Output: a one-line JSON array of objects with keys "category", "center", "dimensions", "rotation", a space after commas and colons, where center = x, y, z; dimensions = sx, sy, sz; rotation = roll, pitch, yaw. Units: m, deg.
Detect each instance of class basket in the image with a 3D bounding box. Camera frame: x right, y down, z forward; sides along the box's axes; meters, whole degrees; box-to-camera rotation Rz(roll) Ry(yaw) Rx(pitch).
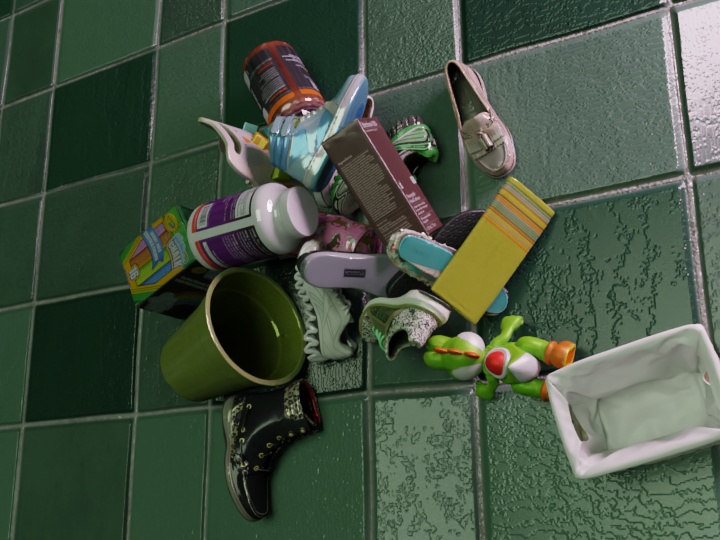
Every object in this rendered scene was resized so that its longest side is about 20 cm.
[{"category": "basket", "center": [0.348, 0.164, 1.035], "dimensions": [0.200, 0.123, 0.136], "rotation": [-24, 65, 26]}]

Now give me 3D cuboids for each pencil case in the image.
[{"category": "pencil case", "center": [-0.061, -0.048, 1.381], "dimensions": [0.200, 0.087, 0.083], "rotation": [15, 42, 34]}]

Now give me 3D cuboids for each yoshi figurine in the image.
[{"category": "yoshi figurine", "center": [0.190, 0.125, 1.179], "dimensions": [0.200, 0.112, 0.113], "rotation": [9, 44, 22]}]

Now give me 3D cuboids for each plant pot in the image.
[{"category": "plant pot", "center": [-0.222, 0.126, 1.392], "dimensions": [0.190, 0.200, 0.200], "rotation": [-33, 61, 36]}]

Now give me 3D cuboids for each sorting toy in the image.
[{"category": "sorting toy", "center": [-0.189, -0.192, 1.441], "dimensions": [0.107, 0.180, 0.200], "rotation": [-46, 58, 14]}]

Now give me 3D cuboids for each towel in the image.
[{"category": "towel", "center": [0.184, -0.029, 1.197], "dimensions": [0.200, 0.086, 0.018], "rotation": [-54, 12, -9]}]

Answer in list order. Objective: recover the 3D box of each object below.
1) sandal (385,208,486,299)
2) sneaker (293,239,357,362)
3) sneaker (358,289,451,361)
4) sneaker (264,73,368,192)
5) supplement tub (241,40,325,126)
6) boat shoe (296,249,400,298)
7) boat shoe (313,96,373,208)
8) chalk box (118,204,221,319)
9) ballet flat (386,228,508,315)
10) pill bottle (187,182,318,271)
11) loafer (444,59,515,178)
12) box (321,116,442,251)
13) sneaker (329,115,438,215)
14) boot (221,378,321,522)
[{"category": "sandal", "center": [0.116, -0.026, 1.267], "dimensions": [0.200, 0.075, 0.048], "rotation": [-39, 25, 7]}, {"category": "sneaker", "center": [-0.050, 0.047, 1.326], "dimensions": [0.081, 0.075, 0.201], "rotation": [0, 111, 24]}, {"category": "sneaker", "center": [0.045, 0.088, 1.233], "dimensions": [0.200, 0.077, 0.089], "rotation": [-28, 28, 59]}, {"category": "sneaker", "center": [-0.078, -0.237, 1.357], "dimensions": [0.130, 0.080, 0.200], "rotation": [26, 85, 16]}, {"category": "supplement tub", "center": [-0.124, -0.293, 1.472], "dimensions": [0.107, 0.107, 0.200], "rotation": [-39, 59, 18]}, {"category": "boat shoe", "center": [0.000, 0.000, 1.279], "dimensions": [0.057, 0.200, 0.069], "rotation": [-145, 66, -63]}, {"category": "boat shoe", "center": [-0.022, -0.197, 1.407], "dimensions": [0.070, 0.071, 0.200], "rotation": [6, 74, 36]}, {"category": "chalk box", "center": [-0.301, -0.026, 1.503], "dimensions": [0.200, 0.125, 0.124], "rotation": [-36, 61, 18]}, {"category": "ballet flat", "center": [0.121, -0.001, 1.217], "dimensions": [0.076, 0.200, 0.064], "rotation": [-61, 18, -9]}, {"category": "pill bottle", "center": [-0.167, -0.070, 1.340], "dimensions": [0.200, 0.112, 0.113], "rotation": [-13, 70, 32]}, {"category": "loafer", "center": [0.171, -0.230, 1.292], "dimensions": [0.072, 0.063, 0.200], "rotation": [-29, 63, 22]}, {"category": "box", "center": [0.035, -0.126, 1.274], "dimensions": [0.075, 0.100, 0.200], "rotation": [-33, 90, 21]}, {"category": "sneaker", "center": [0.035, -0.153, 1.350], "dimensions": [0.200, 0.078, 0.085], "rotation": [-40, 60, 17]}, {"category": "boot", "center": [-0.136, 0.279, 1.346], "dimensions": [0.153, 0.073, 0.204], "rotation": [-20, 68, 24]}]
